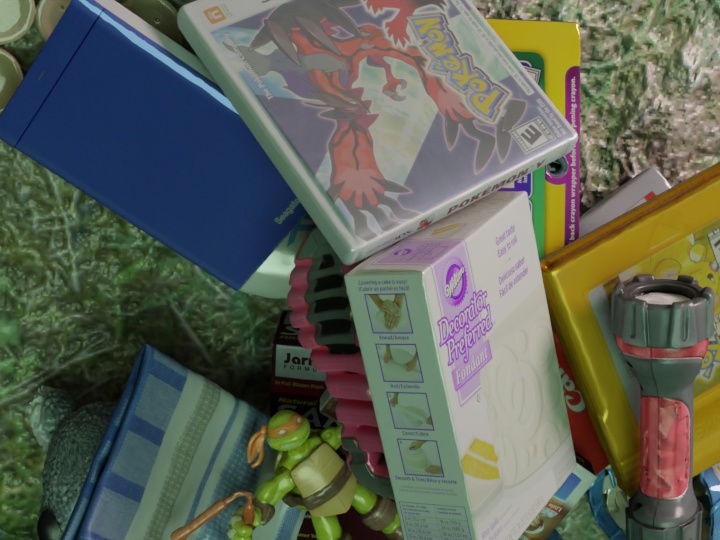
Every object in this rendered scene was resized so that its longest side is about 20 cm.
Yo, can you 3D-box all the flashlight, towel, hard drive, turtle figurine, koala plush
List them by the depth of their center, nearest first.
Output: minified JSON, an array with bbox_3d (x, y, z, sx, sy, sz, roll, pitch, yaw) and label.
[{"bbox_3d":[-0.128,-0.082,0.882,0.199,0.025,0.132,33,126,-15],"label":"hard drive"},{"bbox_3d":[0.202,0.106,0.895,0.067,0.068,0.202,-8,107,-15],"label":"flashlight"},{"bbox_3d":[-0.104,0.154,0.903,0.200,0.024,0.148,40,63,-45],"label":"towel"},{"bbox_3d":[-0.030,0.157,0.925,0.200,0.064,0.162,-41,114,-23],"label":"turtle figurine"},{"bbox_3d":[-0.173,0.181,0.974,0.183,0.177,0.201,-30,116,-41],"label":"koala plush"}]

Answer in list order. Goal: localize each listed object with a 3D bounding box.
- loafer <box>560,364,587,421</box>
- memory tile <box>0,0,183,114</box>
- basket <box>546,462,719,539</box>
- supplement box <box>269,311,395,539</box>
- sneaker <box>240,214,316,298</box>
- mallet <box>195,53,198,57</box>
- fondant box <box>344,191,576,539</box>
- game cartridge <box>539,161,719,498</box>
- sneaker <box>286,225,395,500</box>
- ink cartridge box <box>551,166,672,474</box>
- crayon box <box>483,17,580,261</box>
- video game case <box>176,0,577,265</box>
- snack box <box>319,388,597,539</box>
[{"bbox_3d":[0.127,0.094,1.049,0.199,0.072,0.063,-34,112,8],"label":"loafer"},{"bbox_3d":[-0.216,-0.172,0.885,0.198,0.017,0.154,7,112,-16],"label":"memory tile"},{"bbox_3d":[0.227,0.185,1.050,0.199,0.176,0.140,-4,116,-21],"label":"basket"},{"bbox_3d":[-0.015,0.137,1.027,0.108,0.061,0.201,4,112,4],"label":"supplement box"},{"bbox_3d":[0.000,0.000,0.977,0.198,0.073,0.072,3,115,-12],"label":"sneaker"},{"bbox_3d":[-0.101,-0.132,0.912,0.065,0.041,0.201,-1,120,-32],"label":"mallet"},{"bbox_3d":[0.069,0.068,0.842,0.058,0.144,0.201,-2,110,34],"label":"fondant box"},{"bbox_3d":[0.231,0.044,0.936,0.175,0.032,0.201,-28,110,-8],"label":"game cartridge"},{"bbox_3d":[0.019,0.048,0.874,0.095,0.079,0.201,-36,120,-38],"label":"sneaker"},{"bbox_3d":[0.188,0.044,0.997,0.200,0.050,0.163,-37,86,-7],"label":"ink cartridge box"},{"bbox_3d":[0.063,-0.072,0.928,0.171,0.058,0.202,0,91,-12],"label":"crayon box"},{"bbox_3d":[0.011,-0.120,0.844,0.181,0.201,0.023,-27,161,-25],"label":"video game case"},{"bbox_3d":[0.071,0.122,0.971,0.199,0.024,0.072,32,107,-12],"label":"snack box"}]
